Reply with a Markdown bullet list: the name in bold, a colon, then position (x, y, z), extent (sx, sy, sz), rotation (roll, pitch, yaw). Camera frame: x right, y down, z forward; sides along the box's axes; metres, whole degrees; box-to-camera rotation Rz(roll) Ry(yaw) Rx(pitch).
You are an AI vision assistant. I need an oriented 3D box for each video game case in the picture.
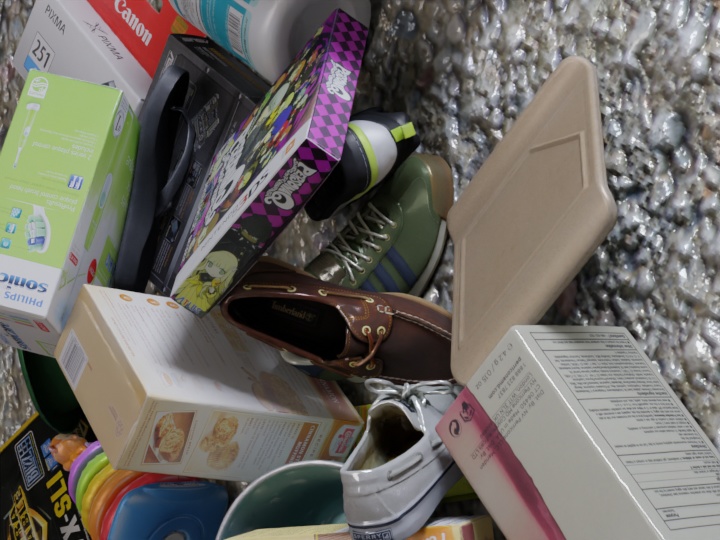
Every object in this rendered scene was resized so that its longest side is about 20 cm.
- **video game case**: position (-0.067, -0.083, 1.511), extent (0.181, 0.036, 0.200), rotation (-47, 18, 31)

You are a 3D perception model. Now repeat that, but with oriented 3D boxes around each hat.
- **hat**: position (-0.202, 0.055, 1.793), extent (0.175, 0.166, 0.200), rotation (-12, 43, 10)

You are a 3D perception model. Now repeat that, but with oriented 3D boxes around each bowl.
- **bowl**: position (-0.003, 0.237, 1.525), extent (0.200, 0.105, 0.202), rotation (2, 94, 29)

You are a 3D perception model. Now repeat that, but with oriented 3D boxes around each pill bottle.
- **pill bottle**: position (-0.090, -0.235, 1.652), extent (0.200, 0.111, 0.111), rotation (39, 115, 40)

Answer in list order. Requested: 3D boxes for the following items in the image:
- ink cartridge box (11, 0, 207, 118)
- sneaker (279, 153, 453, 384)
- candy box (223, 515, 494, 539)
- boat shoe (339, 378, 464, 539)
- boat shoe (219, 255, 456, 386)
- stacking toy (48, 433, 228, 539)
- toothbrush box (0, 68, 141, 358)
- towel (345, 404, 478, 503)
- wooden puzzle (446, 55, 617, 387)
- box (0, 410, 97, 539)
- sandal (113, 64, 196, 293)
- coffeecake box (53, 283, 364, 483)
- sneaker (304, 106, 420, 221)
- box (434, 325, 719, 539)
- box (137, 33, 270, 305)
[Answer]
- **ink cartridge box**: position (-0.234, -0.209, 1.850), extent (0.200, 0.045, 0.177), rotation (49, 123, 36)
- **sneaker**: position (0.000, 0.000, 1.561), extent (0.067, 0.090, 0.201), rotation (41, 116, 41)
- **candy box**: position (0.002, 0.240, 1.432), extent (0.199, 0.055, 0.116), rotation (-8, 89, 28)
- **boat shoe**: position (0.032, 0.112, 1.428), extent (0.074, 0.202, 0.086), rotation (-7, 110, 29)
- **boat shoe**: position (-0.011, 0.048, 1.506), extent (0.070, 0.199, 0.071), rotation (-77, 2, -72)
- **stacking toy**: position (-0.216, 0.193, 1.767), extent (0.200, 0.116, 0.110), rotation (35, 113, 45)
- **toothbrush box**: position (-0.249, -0.042, 1.648), extent (0.086, 0.146, 0.201), rotation (15, 74, 10)
- **towel**: position (0.025, 0.145, 1.583), extent (0.200, 0.018, 0.086), rotation (-13, 79, 45)
- **wooden puzzle**: position (0.123, -0.034, 1.430), extent (0.185, 0.037, 0.200), rotation (-54, 21, 30)
- **box**: position (-0.287, 0.247, 1.883), extent (0.160, 0.049, 0.201), rotation (-40, 61, 36)
- **sandal**: position (-0.166, -0.074, 1.696), extent (0.043, 0.076, 0.201), rotation (12, 99, 6)
- **coffeecake box**: position (-0.121, 0.094, 1.588), extent (0.154, 0.199, 0.073), rotation (52, 124, 47)
- **sneaker**: position (-0.003, -0.088, 1.584), extent (0.072, 0.083, 0.200), rotation (66, 164, -7)
- **box**: position (0.165, 0.144, 1.357), extent (0.109, 0.128, 0.200), rotation (-54, 53, 30)
- **box**: position (-0.141, -0.083, 1.744), extent (0.158, 0.048, 0.201), rotation (39, 115, 39)
